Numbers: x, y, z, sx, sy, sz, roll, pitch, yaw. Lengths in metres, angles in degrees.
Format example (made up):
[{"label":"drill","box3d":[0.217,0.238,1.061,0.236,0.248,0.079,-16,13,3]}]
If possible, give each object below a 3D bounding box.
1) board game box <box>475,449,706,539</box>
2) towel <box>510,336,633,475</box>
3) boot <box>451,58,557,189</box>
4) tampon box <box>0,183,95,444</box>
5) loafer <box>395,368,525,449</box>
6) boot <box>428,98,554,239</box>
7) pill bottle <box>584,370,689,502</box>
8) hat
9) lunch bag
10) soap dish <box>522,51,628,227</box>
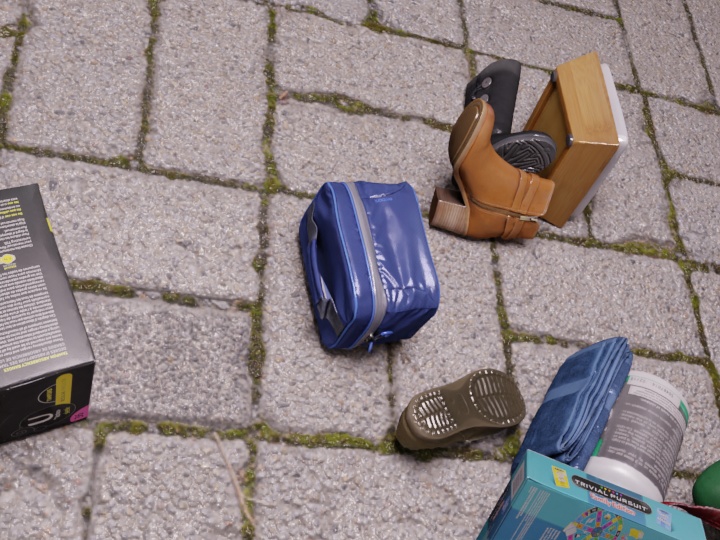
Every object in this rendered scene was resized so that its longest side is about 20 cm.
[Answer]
[{"label":"board game box","box3d":[0.238,0.294,0.897,0.197,0.152,0.047,22,30,0]},{"label":"towel","box3d":[0.254,0.167,1.015,0.049,0.111,0.201,43,55,-8]},{"label":"boot","box3d":[0.211,-0.220,1.199,0.066,0.163,0.202,44,48,-34]},{"label":"tampon box","box3d":[-0.349,0.047,0.819,0.125,0.150,0.202,-15,68,-27]},{"label":"loafer","box3d":[0.116,0.165,0.992,0.198,0.067,0.077,0,64,-40]},{"label":"boot","box3d":[0.186,-0.127,1.109,0.152,0.202,0.074,9,43,-8]},{"label":"pill bottle","box3d":[0.314,0.229,1.003,0.112,0.113,0.201,35,54,0]},{"label":"hat","box3d":[0.412,0.289,1.012,0.173,0.203,0.166,-14,26,0]},{"label":"lunch bag","box3d":[0.000,0.000,0.995,0.130,0.136,0.203,-3,64,-22]},{"label":"soap dish","box3d":[0.290,-0.179,1.179,0.080,0.201,0.159,2,61,-11]}]
